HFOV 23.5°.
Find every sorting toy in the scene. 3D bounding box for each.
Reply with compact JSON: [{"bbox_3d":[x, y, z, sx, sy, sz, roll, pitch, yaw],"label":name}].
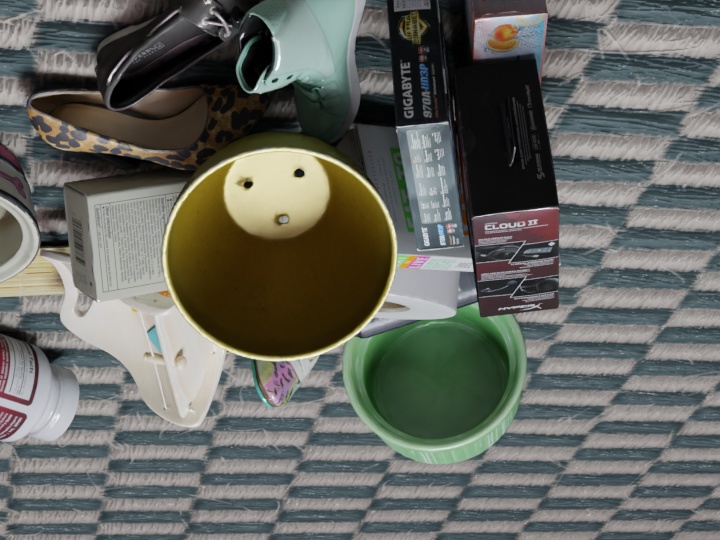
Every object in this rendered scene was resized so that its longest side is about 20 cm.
[{"bbox_3d":[-0.231,0.039,1.720,0.179,0.107,0.200,17,146,16],"label":"sorting toy"}]

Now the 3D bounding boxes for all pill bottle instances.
[{"bbox_3d":[-0.413,0.122,1.891,0.199,0.114,0.113,24,139,-39],"label":"pill bottle"}]

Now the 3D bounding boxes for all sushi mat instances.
[{"bbox_3d":[-0.357,0.002,1.796,0.199,0.012,0.096,-3,148,-6],"label":"sushi mat"}]

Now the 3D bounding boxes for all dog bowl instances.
[{"bbox_3d":[-0.400,-0.059,1.628,0.199,0.074,0.200,-4,149,-2],"label":"dog bowl"}]

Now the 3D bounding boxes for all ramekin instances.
[{"bbox_3d":[0.084,0.114,1.889,0.199,0.201,0.098,-9,156,5],"label":"ramekin"}]

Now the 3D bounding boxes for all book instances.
[{"bbox_3d":[0.084,-0.061,1.619,0.199,0.134,0.048,2,150,-31],"label":"book"}]

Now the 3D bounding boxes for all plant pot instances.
[{"bbox_3d":[-0.073,-0.043,1.514,0.199,0.142,0.201,-2,117,-4],"label":"plant pot"}]

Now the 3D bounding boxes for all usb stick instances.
[{"bbox_3d":[0.080,0.021,1.846,0.199,0.033,0.056,-18,108,4],"label":"usb stick"}]

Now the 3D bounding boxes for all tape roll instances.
[{"bbox_3d":[0.000,0.000,1.726,0.201,0.071,0.202,5,172,1],"label":"tape roll"}]

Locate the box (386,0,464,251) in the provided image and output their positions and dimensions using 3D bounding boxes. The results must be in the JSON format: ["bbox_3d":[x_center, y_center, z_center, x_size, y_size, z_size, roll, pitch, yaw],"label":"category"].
[{"bbox_3d":[0.057,-0.135,1.493,0.046,0.160,0.200,-6,150,5],"label":"box"}]

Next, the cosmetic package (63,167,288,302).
[{"bbox_3d":[-0.166,-0.042,1.604,0.199,0.104,0.073,-10,-164,-26],"label":"cosmetic package"}]

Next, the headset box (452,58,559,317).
[{"bbox_3d":[0.125,-0.073,1.484,0.077,0.150,0.200,-7,151,2],"label":"headset box"}]

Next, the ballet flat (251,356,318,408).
[{"bbox_3d":[-0.080,0.091,1.872,0.071,0.069,0.200,-24,-168,2],"label":"ballet flat"}]

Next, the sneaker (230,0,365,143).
[{"bbox_3d":[-0.062,-0.167,1.459,0.118,0.074,0.201,-33,151,-27],"label":"sneaker"}]

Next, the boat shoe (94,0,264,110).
[{"bbox_3d":[-0.145,-0.196,1.456,0.199,0.057,0.067,-27,143,32],"label":"boat shoe"}]

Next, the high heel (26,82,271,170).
[{"bbox_3d":[-0.190,-0.140,1.524,0.199,0.072,0.142,-15,156,32],"label":"high heel"}]

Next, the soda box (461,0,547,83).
[{"bbox_3d":[0.123,-0.185,1.509,0.063,0.069,0.200,-5,150,-2],"label":"soda box"}]

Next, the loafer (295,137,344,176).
[{"bbox_3d":[0.031,-0.078,1.671,0.200,0.071,0.068,11,143,-27],"label":"loafer"}]
